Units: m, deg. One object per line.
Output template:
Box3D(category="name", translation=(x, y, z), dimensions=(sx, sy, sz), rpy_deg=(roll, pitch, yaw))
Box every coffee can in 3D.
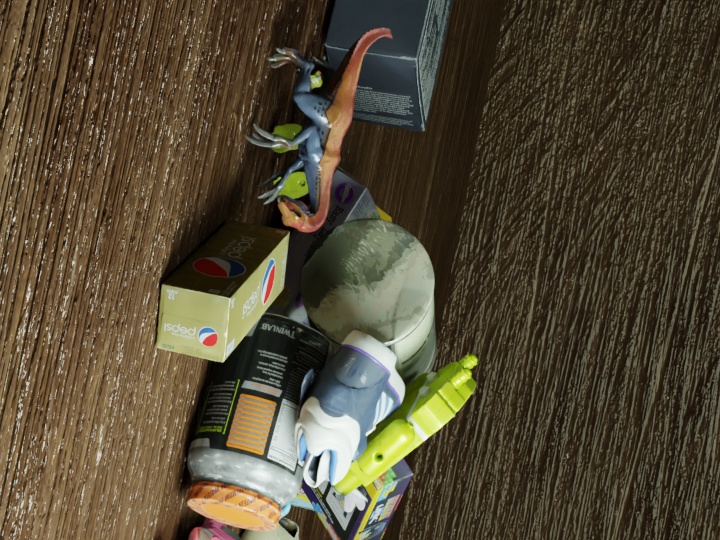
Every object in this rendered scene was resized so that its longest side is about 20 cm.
Box3D(category="coffee can", translation=(0.013, 0.049, 1.639), dimensions=(0.200, 0.144, 0.148), rpy_deg=(82, 21, -67))

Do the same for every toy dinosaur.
Box3D(category="toy dinosaur", translation=(-0.044, -0.137, 1.495), dimensions=(0.105, 0.198, 0.184), rpy_deg=(22, 47, -65))

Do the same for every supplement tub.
Box3D(category="supplement tub", translation=(-0.106, 0.156, 1.512), dimensions=(0.123, 0.121, 0.202), rpy_deg=(80, 24, -66))

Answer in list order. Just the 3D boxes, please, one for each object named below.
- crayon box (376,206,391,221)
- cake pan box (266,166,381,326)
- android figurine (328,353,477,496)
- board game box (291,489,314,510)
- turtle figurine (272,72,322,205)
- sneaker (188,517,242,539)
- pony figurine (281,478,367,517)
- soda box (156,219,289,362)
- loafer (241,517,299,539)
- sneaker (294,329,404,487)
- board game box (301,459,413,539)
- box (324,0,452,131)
Box3D(category="crayon box", translation=(0.000, 0.000, 1.900), dimensions=(0.125, 0.051, 0.202), rpy_deg=(35, 40, -48))
Box3D(category="cake pan box", translation=(-0.047, -0.007, 1.721), dimensions=(0.185, 0.052, 0.200), rpy_deg=(-54, 166, -8))
Box3D(category="android figurine", translation=(0.050, 0.162, 1.589), dimensions=(0.200, 0.041, 0.182), rpy_deg=(-42, -178, 21))
Box3D(category="board game box", translation=(-0.050, 0.204, 1.957), dimensions=(0.105, 0.102, 0.203), rpy_deg=(-52, 151, -70))
Box3D(category="turtle figurine", translation=(-0.055, -0.127, 1.658), dimensions=(0.161, 0.064, 0.203), rpy_deg=(-52, 151, -70))
Box3D(category="sneaker", translation=(-0.164, 0.323, 1.569), dimensions=(0.096, 0.079, 0.200), rpy_deg=(-56, 169, -1))
Box3D(category="pony figurine", translation=(-0.087, 0.198, 1.665), dimensions=(0.193, 0.164, 0.203), rpy_deg=(48, 41, -64))
Box3D(category="soda box", translation=(-0.126, 0.015, 1.387), dimensions=(0.200, 0.067, 0.065), rpy_deg=(-55, 154, -68))
Box3D(category="loafer", translation=(-0.105, 0.351, 1.884), dimensions=(0.200, 0.075, 0.069), rpy_deg=(59, 49, -75))
Box3D(category="sneaker", translation=(-0.021, 0.153, 1.483), dimensions=(0.147, 0.080, 0.200), rpy_deg=(-59, 169, -15))
Box3D(category="board game box", translation=(-0.028, 0.221, 1.788), dimensions=(0.056, 0.201, 0.166), rpy_deg=(-17, 148, -31))
Box3D(category="box", translation=(0.039, -0.312, 1.828), dimensions=(0.199, 0.121, 0.203), rpy_deg=(78, 23, -70))
